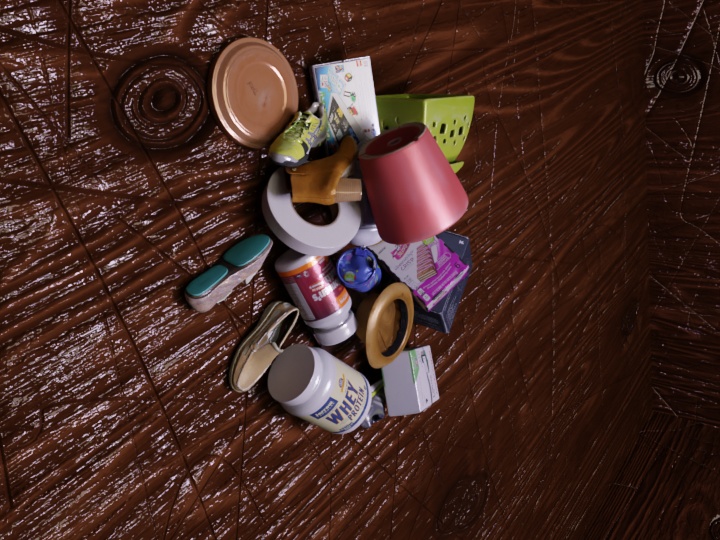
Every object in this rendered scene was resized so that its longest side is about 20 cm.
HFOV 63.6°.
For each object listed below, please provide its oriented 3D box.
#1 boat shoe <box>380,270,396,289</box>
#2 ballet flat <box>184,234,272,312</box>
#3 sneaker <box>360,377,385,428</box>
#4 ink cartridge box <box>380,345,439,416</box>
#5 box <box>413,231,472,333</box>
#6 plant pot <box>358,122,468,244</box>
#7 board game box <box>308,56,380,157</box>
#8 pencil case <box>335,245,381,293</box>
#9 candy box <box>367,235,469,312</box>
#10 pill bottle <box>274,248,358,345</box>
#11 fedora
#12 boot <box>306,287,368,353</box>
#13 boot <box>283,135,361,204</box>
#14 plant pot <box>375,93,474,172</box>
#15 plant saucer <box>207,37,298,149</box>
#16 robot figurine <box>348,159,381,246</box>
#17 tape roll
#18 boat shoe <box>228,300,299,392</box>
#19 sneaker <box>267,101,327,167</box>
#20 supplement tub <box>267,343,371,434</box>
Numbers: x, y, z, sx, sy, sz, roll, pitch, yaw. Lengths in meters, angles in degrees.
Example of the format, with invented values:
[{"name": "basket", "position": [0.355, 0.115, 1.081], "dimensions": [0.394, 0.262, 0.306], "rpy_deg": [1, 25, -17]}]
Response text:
[{"name": "boat shoe", "position": [0.088, -0.047, 1.423], "dimensions": [0.065, 0.073, 0.200], "rpy_deg": [31, 72, -26]}, {"name": "ballet flat", "position": [-0.240, 0.007, 1.080], "dimensions": [0.200, 0.068, 0.067], "rpy_deg": [-39, 143, -30]}, {"name": "sneaker", "position": [0.030, 0.315, 1.379], "dimensions": [0.200, 0.074, 0.081], "rpy_deg": [-18, 78, -58]}, {"name": "ink cartridge box", "position": [0.122, 0.263, 1.424], "dimensions": [0.200, 0.084, 0.147], "rpy_deg": [7, 73, -69]}, {"name": "box", "position": [0.190, 0.027, 1.452], "dimensions": [0.197, 0.124, 0.201], "rpy_deg": [61, 49, -68]}, {"name": "plant pot", "position": [0.094, -0.178, 1.140], "dimensions": [0.200, 0.200, 0.178], "rpy_deg": [-46, 124, -32]}, {"name": "board game box", "position": [-0.028, -0.335, 1.220], "dimensions": [0.126, 0.035, 0.201], "rpy_deg": [-14, 110, -15]}, {"name": "pencil case", "position": [0.000, 0.000, 1.200], "dimensions": [0.200, 0.078, 0.087], "rpy_deg": [48, 63, -82]}, {"name": "candy box", "position": [0.132, -0.024, 1.339], "dimensions": [0.136, 0.200, 0.061], "rpy_deg": [-43, 160, -6]}, {"name": "pill bottle", "position": [-0.085, 0.047, 1.190], "dimensions": [0.110, 0.109, 0.200], "rpy_deg": [-41, 115, -35]}, {"name": "fedora", "position": [0.042, 0.114, 1.275], "dimensions": [0.200, 0.082, 0.201], "rpy_deg": [-30, 128, -46]}, {"name": "boot", "position": [-0.027, 0.138, 1.341], "dimensions": [0.166, 0.072, 0.200], "rpy_deg": [-45, 130, -18]}, {"name": "boot", "position": [-0.078, -0.203, 1.134], "dimensions": [0.143, 0.202, 0.071], "rpy_deg": [1, 135, -9]}, {"name": "plant pot", "position": [0.123, -0.303, 1.318], "dimensions": [0.200, 0.199, 0.182], "rpy_deg": [-19, 117, -45]}, {"name": "plant saucer", "position": [-0.192, -0.329, 1.085], "dimensions": [0.200, 0.032, 0.201], "rpy_deg": [-10, 103, -46]}, {"name": "robot figurine", "position": [0.006, -0.140, 1.272], "dimensions": [0.170, 0.113, 0.201], "rpy_deg": [-61, 152, -75]}, {"name": "tape roll", "position": [-0.095, -0.124, 1.142], "dimensions": [0.202, 0.037, 0.203], "rpy_deg": [14, 57, -22]}, {"name": "boat shoe", "position": [-0.187, 0.150, 1.143], "dimensions": [0.072, 0.076, 0.200], "rpy_deg": [42, 67, -43]}, {"name": "sneaker", "position": [-0.121, -0.261, 1.109], "dimensions": [0.200, 0.075, 0.077], "rpy_deg": [-63, 166, -51]}, {"name": "supplement tub", "position": [-0.084, 0.249, 1.223], "dimensions": [0.200, 0.145, 0.145], "rpy_deg": [40, 68, -44]}]
